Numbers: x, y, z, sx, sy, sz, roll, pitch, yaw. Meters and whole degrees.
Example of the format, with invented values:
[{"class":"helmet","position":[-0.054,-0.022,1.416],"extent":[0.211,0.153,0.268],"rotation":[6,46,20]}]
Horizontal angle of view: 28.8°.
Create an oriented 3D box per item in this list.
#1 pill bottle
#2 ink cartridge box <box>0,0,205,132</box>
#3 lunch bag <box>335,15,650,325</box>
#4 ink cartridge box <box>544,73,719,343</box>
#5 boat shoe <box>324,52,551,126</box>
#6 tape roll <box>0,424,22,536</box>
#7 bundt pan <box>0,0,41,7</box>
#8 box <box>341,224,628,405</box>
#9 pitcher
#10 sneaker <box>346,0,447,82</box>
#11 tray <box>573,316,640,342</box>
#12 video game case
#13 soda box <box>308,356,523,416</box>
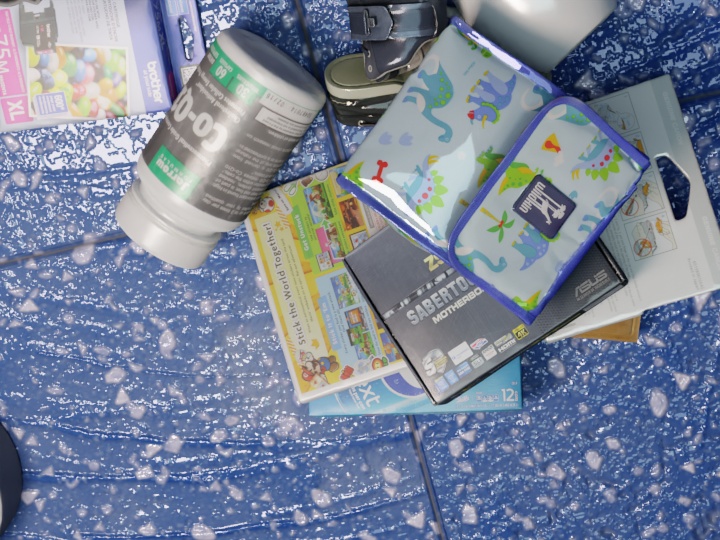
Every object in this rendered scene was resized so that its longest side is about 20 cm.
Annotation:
[{"class":"pill bottle","position":[-0.129,-0.107,1.258],"extent":[0.113,0.113,0.200],"rotation":[34,107,-6]},{"class":"ink cartridge box","position":[-0.243,-0.198,1.279],"extent":[0.200,0.042,0.120],"rotation":[-7,107,5]},{"class":"lunch bag","position":[0.108,-0.079,1.143],"extent":[0.200,0.127,0.170],"rotation":[37,94,6]},{"class":"ink cartridge box","position":[0.219,-0.055,1.249],"extent":[0.173,0.044,0.200],"rotation":[-17,85,8]},{"class":"boat shoe","position":[0.069,-0.154,1.253],"extent":[0.199,0.075,0.066],"rotation":[-5,136,-3]},{"class":"tape roll","position":[-0.448,0.217,1.415],"extent":[0.200,0.066,0.201],"rotation":[1,107,4]},{"class":"bundt pan","position":[-0.309,-0.331,1.194],"extent":[0.202,0.076,0.202],"rotation":[16,134,17]},{"class":"box","position":[0.107,0.000,1.223],"extent":[0.200,0.051,0.158],"rotation":[-34,78,11]},{"class":"pitcher","position":[0.105,-0.252,1.201],"extent":[0.200,0.121,0.172],"rotation":[46,127,1]},{"class":"sneaker","position":[-0.012,-0.235,1.196],"extent":[0.202,0.077,0.146],"rotation":[11,120,39]},{"class":"tray","position":[0.163,0.009,1.312],"extent":[0.200,0.037,0.099],"rotation":[4,108,3]},{"class":"video game case","position":[0.000,0.000,1.289],"extent":[0.182,0.023,0.200],"rotation":[-19,81,11]},{"class":"soda box","position":[0.053,0.104,1.325],"extent":[0.200,0.068,0.064],"rotation":[-3,83,5]}]
